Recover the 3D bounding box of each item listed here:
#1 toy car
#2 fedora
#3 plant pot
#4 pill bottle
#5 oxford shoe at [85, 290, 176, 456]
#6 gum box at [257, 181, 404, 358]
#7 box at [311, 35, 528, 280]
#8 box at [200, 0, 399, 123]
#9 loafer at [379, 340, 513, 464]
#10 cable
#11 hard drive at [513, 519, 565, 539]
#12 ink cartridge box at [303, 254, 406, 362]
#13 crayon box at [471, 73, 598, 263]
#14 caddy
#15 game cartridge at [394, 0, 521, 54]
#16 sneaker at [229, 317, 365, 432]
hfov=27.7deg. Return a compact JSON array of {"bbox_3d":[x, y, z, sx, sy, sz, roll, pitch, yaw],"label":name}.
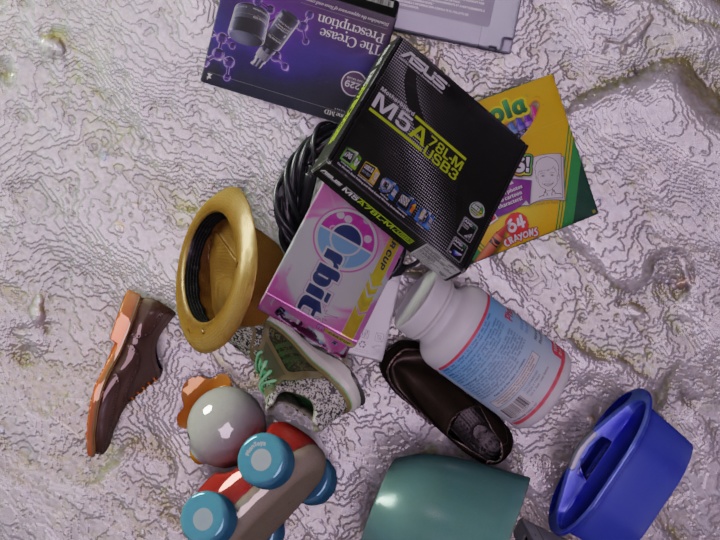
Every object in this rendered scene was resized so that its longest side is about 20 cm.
[{"bbox_3d":[-0.156,0.216,1.716,0.177,0.184,0.200,-45,66,3],"label":"toy car"},{"bbox_3d":[-0.142,0.004,1.680,0.081,0.200,0.203,14,95,-32],"label":"fedora"},{"bbox_3d":[0.089,0.307,1.700,0.159,0.201,0.203,20,94,7],"label":"plant pot"},{"bbox_3d":[0.141,0.088,1.708,0.199,0.109,0.109,36,93,-14],"label":"pill bottle"},{"bbox_3d":[-0.275,0.130,1.730,0.072,0.071,0.202,18,94,-9],"label":"oxford shoe"},{"bbox_3d":[-0.022,-0.014,1.608,0.113,0.066,0.201,28,69,-3],"label":"gum box"},{"bbox_3d":[0.069,-0.123,1.600,0.199,0.047,0.194,39,61,-14],"label":"box"},{"bbox_3d":[-0.069,-0.263,1.679,0.198,0.079,0.142,16,116,-3],"label":"box"},{"bbox_3d":[0.108,0.158,1.744,0.199,0.071,0.073,39,93,-5],"label":"loafer"},{"bbox_3d":[-0.022,-0.073,1.698,0.162,0.051,0.202,-19,93,-1],"label":"cable"},{"bbox_3d":[0.283,0.364,1.738,0.198,0.132,0.027,27,94,-4],"label":"hard drive"},{"bbox_3d":[0.000,0.000,1.734,0.098,0.039,0.202,14,87,-3],"label":"ink cartridge box"},{"bbox_3d":[0.157,-0.114,1.714,0.198,0.058,0.174,-21,96,-10],"label":"crayon box"},{"bbox_3d":[0.297,0.236,1.724,0.104,0.141,0.201,33,93,-10],"label":"caddy"},{"bbox_3d":[0.094,-0.339,1.718,0.198,0.042,0.135,12,91,-3],"label":"game cartridge"},{"bbox_3d":[-0.093,0.120,1.693,0.199,0.077,0.089,28,54,25],"label":"sneaker"}]
